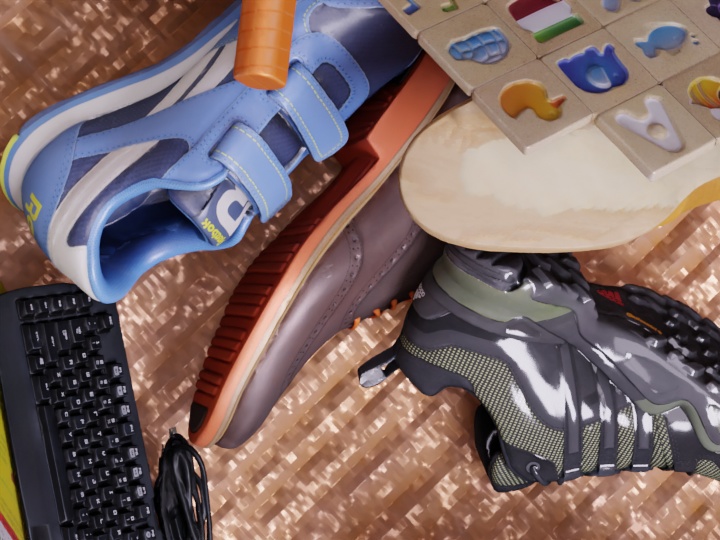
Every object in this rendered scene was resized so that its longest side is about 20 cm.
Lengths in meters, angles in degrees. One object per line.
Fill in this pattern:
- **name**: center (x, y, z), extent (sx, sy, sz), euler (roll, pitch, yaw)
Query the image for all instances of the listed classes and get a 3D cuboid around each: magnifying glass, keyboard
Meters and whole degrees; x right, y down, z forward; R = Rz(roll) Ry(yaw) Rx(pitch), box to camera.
- **magnifying glass**: center (-0.029, -0.172, 0.862), extent (0.022, 0.080, 0.201), euler (2, 81, 20)
- **keyboard**: center (-0.091, 0.101, 0.888), extent (0.039, 0.104, 0.201), euler (-12, 88, 31)

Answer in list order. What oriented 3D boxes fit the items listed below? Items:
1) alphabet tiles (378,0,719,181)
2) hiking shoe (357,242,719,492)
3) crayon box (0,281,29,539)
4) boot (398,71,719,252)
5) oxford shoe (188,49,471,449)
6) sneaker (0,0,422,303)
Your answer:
- **alphabet tiles**: center (0.087, -0.121, 0.862), extent (0.166, 0.006, 0.200), euler (-27, 61, -27)
- **hiking shoe**: center (0.098, 0.056, 0.942), extent (0.199, 0.076, 0.101), euler (31, 114, -18)
- **crayon box**: center (-0.163, 0.070, 0.833), extent (0.050, 0.127, 0.201), euler (-11, 58, 2)
- **boot**: center (0.095, -0.042, 0.902), extent (0.200, 0.144, 0.071), euler (-14, 87, -16)
- **oxford shoe**: center (0.000, 0.000, 0.925), extent (0.072, 0.071, 0.200), euler (36, 85, -15)
- **sneaker**: center (-0.048, -0.056, 0.896), extent (0.199, 0.074, 0.082), euler (-32, 51, 4)
